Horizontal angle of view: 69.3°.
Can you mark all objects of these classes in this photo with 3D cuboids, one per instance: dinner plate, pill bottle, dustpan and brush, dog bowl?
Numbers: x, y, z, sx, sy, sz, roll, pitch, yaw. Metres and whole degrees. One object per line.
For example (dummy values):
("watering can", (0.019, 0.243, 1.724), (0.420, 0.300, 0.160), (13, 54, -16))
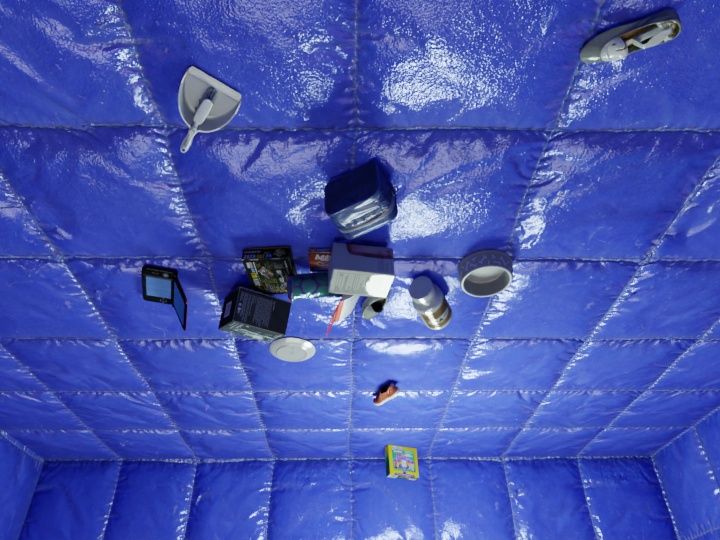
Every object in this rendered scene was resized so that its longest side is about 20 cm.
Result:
("dinner plate", (-0.286, 0.340, 2.182), (0.194, 0.025, 0.203), (-1, 142, -1))
("pill bottle", (0.242, 0.112, 1.822), (0.112, 0.117, 0.201), (-16, 140, 19))
("dustpan and brush", (-0.384, -0.362, 1.238), (0.137, 0.058, 0.199), (23, 136, -28))
("dog bowl", (0.420, 0.016, 1.750), (0.193, 0.060, 0.203), (0, 143, 0))

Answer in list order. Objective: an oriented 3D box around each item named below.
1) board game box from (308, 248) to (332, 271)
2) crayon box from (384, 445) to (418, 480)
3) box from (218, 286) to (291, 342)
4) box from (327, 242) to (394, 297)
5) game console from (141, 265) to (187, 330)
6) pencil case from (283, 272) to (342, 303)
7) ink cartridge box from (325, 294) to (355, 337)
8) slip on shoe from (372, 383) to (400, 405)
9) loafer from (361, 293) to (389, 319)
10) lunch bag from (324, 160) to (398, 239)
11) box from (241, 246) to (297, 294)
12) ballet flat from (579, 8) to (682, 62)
("board game box", (-0.071, -0.034, 1.705), (0.193, 0.020, 0.104), (-1, 141, 0))
("crayon box", (0.246, 1.147, 3.113), (0.195, 0.176, 0.059), (15, 138, -19))
("box", (-0.371, 0.159, 1.819), (0.192, 0.128, 0.199), (17, 159, -25))
("box", (0.000, 0.000, 1.645), (0.194, 0.111, 0.129), (6, 143, -10))
("game console", (-0.669, 0.098, 1.779), (0.167, 0.121, 0.202), (10, 141, -15))
("pencil case", (-0.149, 0.055, 1.720), (0.195, 0.086, 0.094), (-4, 129, -27))
("ink cartridge box", (-0.049, 0.121, 1.745), (0.056, 0.204, 0.164), (21, 150, 2))
("slip on shoe", (0.115, 0.588, 2.488), (0.061, 0.074, 0.200), (45, 139, -1))
("loafer", (0.051, 0.125, 1.871), (0.068, 0.071, 0.202), (10, 141, -14))
("lunch bag", (0.012, -0.187, 1.412), (0.196, 0.139, 0.133), (-20, 140, 21))
("box", (-0.293, 0.005, 1.726), (0.154, 0.050, 0.202), (-1, 143, 5))
("ballet flat", (0.569, -0.484, 1.099), (0.195, 0.065, 0.068), (-18, 140, 21))
